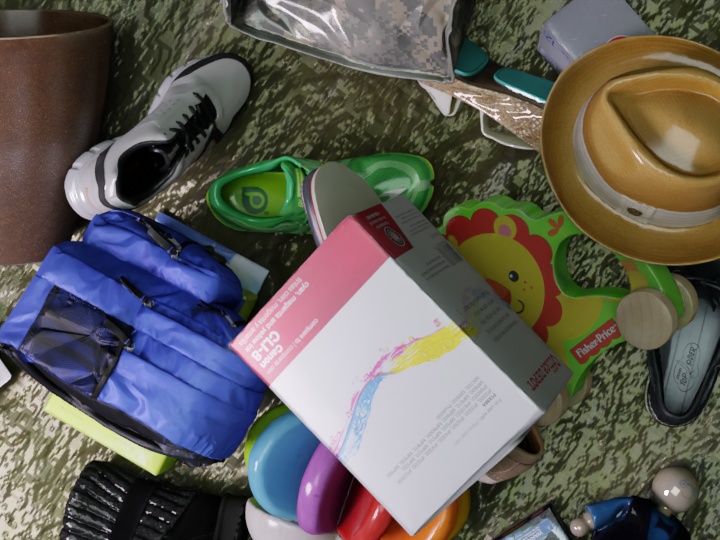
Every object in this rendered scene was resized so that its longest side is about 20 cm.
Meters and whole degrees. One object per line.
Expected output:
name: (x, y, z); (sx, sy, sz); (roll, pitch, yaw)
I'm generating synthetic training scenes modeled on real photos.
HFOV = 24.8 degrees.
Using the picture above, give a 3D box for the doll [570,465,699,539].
doll: (0.227, 0.252, 1.349); (0.136, 0.048, 0.201); (31, 72, -8)

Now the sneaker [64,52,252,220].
sneaker: (-0.154, -0.111, 1.380); (0.200, 0.080, 0.074); (-47, 116, -24)

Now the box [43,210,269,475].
box: (-0.178, 0.063, 1.439); (0.122, 0.048, 0.201); (28, 96, 8)

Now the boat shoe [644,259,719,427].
boat shoe: (0.275, 0.033, 1.351); (0.074, 0.066, 0.200); (17, 94, 10)

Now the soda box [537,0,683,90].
soda box: (0.234, -0.138, 1.340); (0.068, 0.063, 0.200); (-38, 78, -7)

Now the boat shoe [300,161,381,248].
boat shoe: (0.000, 0.000, 1.367); (0.071, 0.062, 0.200); (-44, 116, -30)

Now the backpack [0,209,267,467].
backpack: (-0.164, 0.058, 1.331); (0.200, 0.162, 0.168); (33, 93, 8)

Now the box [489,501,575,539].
box: (0.116, 0.309, 1.398); (0.200, 0.040, 0.137); (-34, 87, 8)

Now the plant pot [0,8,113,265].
plant pot: (-0.301, -0.112, 1.402); (0.186, 0.187, 0.201); (2, 106, 9)

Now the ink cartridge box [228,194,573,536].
ink cartridge box: (0.036, 0.068, 1.234); (0.200, 0.145, 0.145); (46, 107, 6)

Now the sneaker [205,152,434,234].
sneaker: (-0.036, -0.061, 1.393); (0.199, 0.084, 0.074); (-5, 90, 9)

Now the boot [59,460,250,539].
boot: (-0.190, 0.272, 1.402); (0.157, 0.080, 0.212); (10, 57, 5)

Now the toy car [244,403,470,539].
toy car: (-0.008, 0.174, 1.360); (0.199, 0.150, 0.176); (19, 95, 9)

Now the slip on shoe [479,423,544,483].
slip on shoe: (0.082, 0.078, 1.330); (0.061, 0.076, 0.201); (-27, 88, 53)

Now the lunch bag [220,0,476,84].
lunch bag: (-0.004, -0.254, 1.336); (0.199, 0.164, 0.118); (9, 137, 10)

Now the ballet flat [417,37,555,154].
ballet flat: (0.100, -0.148, 1.376); (0.200, 0.070, 0.065); (32, 127, 20)

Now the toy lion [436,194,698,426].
toy lion: (0.147, 0.014, 1.347); (0.200, 0.069, 0.192); (-41, 82, 36)

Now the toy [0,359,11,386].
toy: (-0.418, 0.111, 1.481); (0.200, 0.047, 0.115); (-38, 82, 5)

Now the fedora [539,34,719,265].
fedora: (0.237, -0.103, 1.255); (0.200, 0.082, 0.202); (0, 76, 1)
